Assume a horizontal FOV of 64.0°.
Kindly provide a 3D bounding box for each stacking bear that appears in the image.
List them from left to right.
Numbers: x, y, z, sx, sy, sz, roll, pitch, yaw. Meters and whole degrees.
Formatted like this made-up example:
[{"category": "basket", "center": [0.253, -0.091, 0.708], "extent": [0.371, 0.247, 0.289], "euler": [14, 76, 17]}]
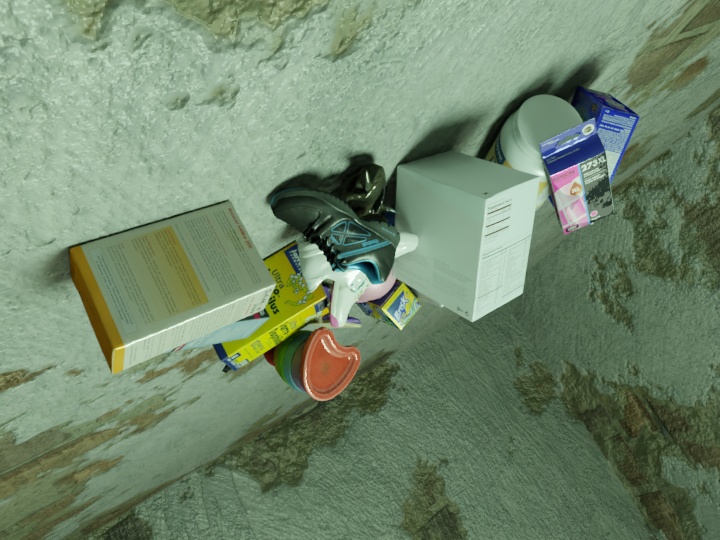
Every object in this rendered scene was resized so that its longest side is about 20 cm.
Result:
[{"category": "stacking bear", "center": [-0.113, 0.156, 1.064], "extent": [0.121, 0.197, 0.116], "euler": [37, 75, -36]}]

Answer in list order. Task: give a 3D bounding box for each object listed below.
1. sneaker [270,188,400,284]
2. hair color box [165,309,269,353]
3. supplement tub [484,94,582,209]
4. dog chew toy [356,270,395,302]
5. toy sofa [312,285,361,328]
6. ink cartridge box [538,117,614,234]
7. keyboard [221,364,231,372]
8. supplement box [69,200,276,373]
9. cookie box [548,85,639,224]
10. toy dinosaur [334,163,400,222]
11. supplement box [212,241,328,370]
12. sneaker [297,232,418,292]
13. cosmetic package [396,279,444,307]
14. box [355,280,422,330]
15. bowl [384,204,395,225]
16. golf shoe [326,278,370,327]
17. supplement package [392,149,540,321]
[{"category": "sneaker", "center": [-0.034, -0.047, 0.788], "extent": [0.195, 0.084, 0.073], "euler": [21, 159, -19]}, {"category": "hair color box", "center": [-0.223, 0.047, 0.807], "extent": [0.060, 0.101, 0.198], "euler": [-37, 165, 22]}, {"category": "supplement tub", "center": [0.307, -0.205, 1.052], "extent": [0.142, 0.147, 0.201], "euler": [-28, 164, -16]}, {"category": "dog chew toy", "center": [0.000, 0.005, 1.120], "extent": [0.122, 0.127, 0.200], "euler": [-27, 172, -19]}, {"category": "toy sofa", "center": [-0.065, 0.073, 1.189], "extent": [0.094, 0.086, 0.200], "euler": [-4, 171, 15]}, {"category": "ink cartridge box", "center": [0.363, -0.150, 0.959], "extent": [0.092, 0.038, 0.201], "euler": [-23, 135, 13]}, {"category": "keyboard", "center": [-0.191, 0.118, 1.095], "extent": [0.125, 0.021, 0.201], "euler": [-31, -166, 12]}, {"category": "supplement box", "center": [-0.214, 0.014, 0.670], "extent": [0.196, 0.128, 0.074], "euler": [-22, 162, -34]}, {"category": "cookie box", "center": [0.419, -0.217, 1.075], "extent": [0.173, 0.073, 0.205], "euler": [-81, -175, -62]}, {"category": "toy dinosaur", "center": [0.002, -0.120, 0.854], "extent": [0.102, 0.077, 0.201], "euler": [-41, 162, -15]}, {"category": "supplement box", "center": [-0.161, 0.062, 0.966], "extent": [0.197, 0.111, 0.109], "euler": [-31, 165, -10]}, {"category": "sneaker", "center": [0.001, -0.012, 0.904], "extent": [0.193, 0.092, 0.075], "euler": [-9, -178, -14]}, {"category": "cosmetic package", "center": [0.170, 0.013, 1.134], "extent": [0.147, 0.053, 0.199], "euler": [-16, -167, -18]}, {"category": "box", "center": [0.048, 0.060, 1.184], "extent": [0.070, 0.064, 0.199], "euler": [-47, -163, -10]}, {"category": "bowl", "center": [0.103, -0.097, 1.165], "extent": [0.197, 0.040, 0.201], "euler": [-32, 165, -9]}, {"category": "golf shoe", "center": [0.000, 0.000, 0.958], "extent": [0.076, 0.089, 0.206], "euler": [89, 15, -73]}, {"category": "supplement package", "center": [0.167, -0.066, 0.950], "extent": [0.145, 0.189, 0.206], "euler": [-21, 125, -36]}]
